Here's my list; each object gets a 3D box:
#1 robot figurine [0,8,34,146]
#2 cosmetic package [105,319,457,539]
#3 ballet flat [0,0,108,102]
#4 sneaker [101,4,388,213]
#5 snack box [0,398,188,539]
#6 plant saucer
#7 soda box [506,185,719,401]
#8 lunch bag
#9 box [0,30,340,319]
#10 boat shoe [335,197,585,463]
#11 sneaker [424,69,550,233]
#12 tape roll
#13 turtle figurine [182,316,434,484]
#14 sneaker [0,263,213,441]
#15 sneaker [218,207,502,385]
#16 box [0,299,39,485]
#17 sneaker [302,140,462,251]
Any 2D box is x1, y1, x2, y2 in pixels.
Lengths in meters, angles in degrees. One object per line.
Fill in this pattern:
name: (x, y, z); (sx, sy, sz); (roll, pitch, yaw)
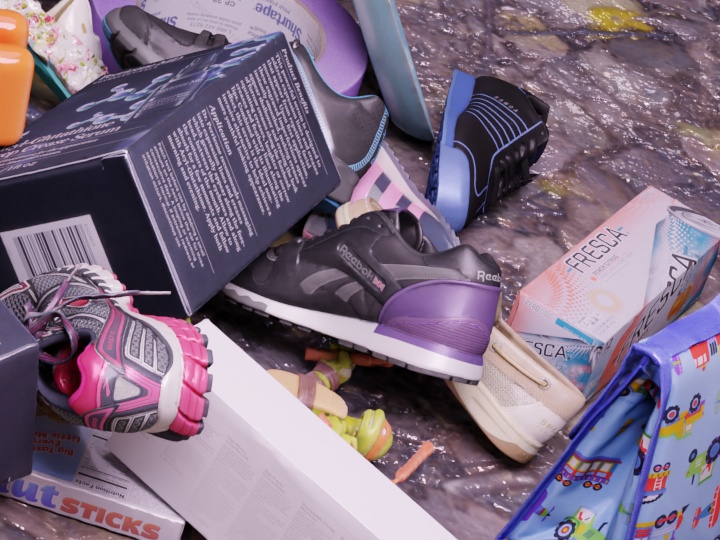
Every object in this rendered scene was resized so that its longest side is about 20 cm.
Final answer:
robot figurine: (-0.294, -0.120, 1.440); (0.199, 0.117, 0.144); (3, 75, -17)
cosmetic package: (-0.039, 0.124, 1.339); (0.200, 0.083, 0.051); (41, 36, 13)
ballet flat: (-0.219, -0.176, 1.632); (0.200, 0.064, 0.076); (46, -5, -14)
sneaker: (-0.075, -0.119, 1.604); (0.200, 0.073, 0.082); (34, 77, 4)
snack box: (-0.188, 0.095, 1.380); (0.199, 0.024, 0.072); (18, 36, -3)
plant saucer: (0.012, -0.184, 1.749); (0.027, 0.201, 0.200); (-17, 39, 3)
soda box: (0.167, 0.017, 1.637); (0.068, 0.064, 0.200); (32, 36, 17)
lunch bag: (0.185, 0.090, 1.420); (0.094, 0.200, 0.150); (40, 38, 26)
box: (-0.130, -0.049, 1.480); (0.148, 0.107, 0.200); (-11, 19, 31)
boat shoe: (0.061, 0.024, 1.527); (0.200, 0.065, 0.072); (52, 14, 20)
sneaker: (0.090, -0.081, 1.726); (0.078, 0.070, 0.200); (13, 32, 1)
tape roll: (-0.098, -0.150, 1.733); (0.199, 0.066, 0.200); (14, 34, -10)
turtle figurine: (-0.044, 0.073, 1.449); (0.161, 0.065, 0.200); (25, 18, -10)
sneaker: (-0.155, 0.039, 1.327); (0.074, 0.081, 0.200); (6, 4, -34)
sneaker: (0.000, 0.000, 1.484); (0.200, 0.088, 0.076); (18, 3, 31)
box: (-0.297, 0.045, 1.295); (0.182, 0.104, 0.200); (-23, 52, -32)
sneaker: (0.010, -0.019, 1.623); (0.082, 0.070, 0.200); (-30, 58, -14)
